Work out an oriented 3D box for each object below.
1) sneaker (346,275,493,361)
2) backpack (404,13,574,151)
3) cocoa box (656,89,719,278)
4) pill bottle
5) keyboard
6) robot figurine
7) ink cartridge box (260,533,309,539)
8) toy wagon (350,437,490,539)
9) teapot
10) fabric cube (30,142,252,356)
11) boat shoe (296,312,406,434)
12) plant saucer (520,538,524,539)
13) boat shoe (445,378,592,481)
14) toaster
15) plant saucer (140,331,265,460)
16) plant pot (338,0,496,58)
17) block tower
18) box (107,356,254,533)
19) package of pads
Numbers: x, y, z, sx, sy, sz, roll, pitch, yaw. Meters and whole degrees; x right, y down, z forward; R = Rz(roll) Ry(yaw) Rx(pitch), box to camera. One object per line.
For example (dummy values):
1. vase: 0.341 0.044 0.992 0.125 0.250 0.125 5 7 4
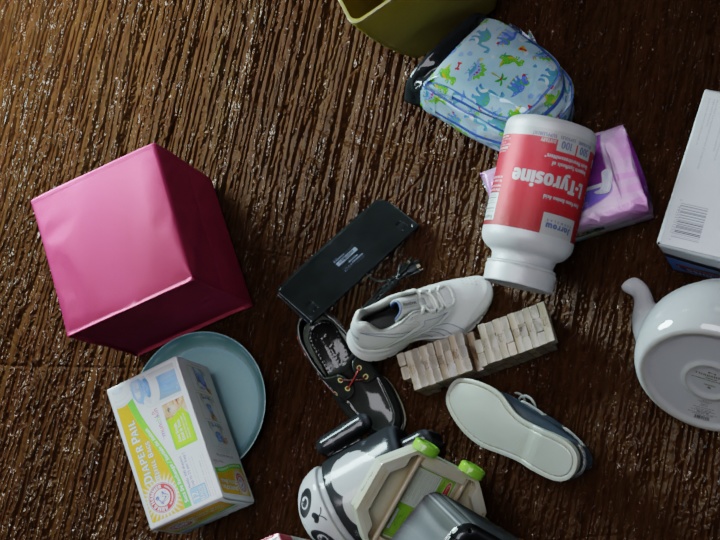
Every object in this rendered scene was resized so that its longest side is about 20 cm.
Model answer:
1. sneaker: 0.079 0.055 1.715 0.200 0.087 0.075 -22 66 -9
2. backpack: 0.181 -0.234 1.742 0.200 0.154 0.163 44 74 11
3. cocoa box: 0.450 -0.092 1.605 0.133 0.131 0.200 15 83 23
4. pill bottle: 0.209 -0.078 1.619 0.112 0.112 0.200 11 86 22
5. keyboard: 0.000 0.000 1.775 0.200 0.021 0.127 -42 60 -14
6. robot figurine: 0.018 0.270 1.677 0.200 0.125 0.150 -30 34 10
7. ink cartridge box: -0.073 0.405 1.638 0.085 0.200 0.146 -28 70 6
8. toy wagon: 0.087 0.293 1.607 0.155 0.200 0.040 -60 23 3
9. teapot: 0.423 0.080 1.568 0.197 0.200 0.146 -29 22 45
10. fabric cube: -0.290 -0.022 1.821 0.196 0.200 0.200 -24 72 12
11. boat shoe: -0.016 0.136 1.758 0.074 0.063 0.201 -38 69 5
12. plant saucer: 0.162 0.421 1.638 0.200 0.037 0.200 -4 76 18
13. boat shoe: 0.196 0.192 1.665 0.200 0.062 0.075 25 102 32
14. toaster: 0.108 0.373 1.547 0.181 0.200 0.119 -57 24 1
15. plant saucer: -0.216 0.183 1.837 0.200 0.027 0.200 -5 75 19
16. plant pot: 0.070 -0.401 1.784 0.200 0.176 0.200 -32 59 10
17. block tower: 0.152 0.102 1.709 0.200 0.058 0.054 -21 71 16
18. box: -0.234 0.230 1.763 0.112 0.101 0.200 -27 70 12
19. package of pads: 0.259 -0.096 1.706 0.200 0.076 0.121 -18 76 16
